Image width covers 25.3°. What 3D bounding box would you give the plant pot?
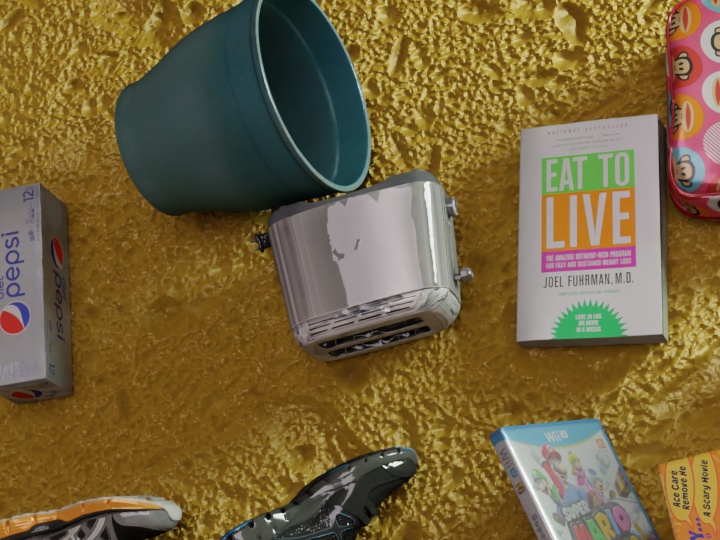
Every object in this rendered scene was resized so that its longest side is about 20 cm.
[{"bbox_3d":[-0.119,-0.140,1.497,0.186,0.200,0.202,-19,68,24],"label":"plant pot"}]

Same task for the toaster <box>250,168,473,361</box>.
[{"bbox_3d":[0.000,0.000,1.452,0.198,0.114,0.131,-15,71,9],"label":"toaster"}]

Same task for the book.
[{"bbox_3d":[0.208,-0.033,1.445,0.132,0.048,0.202,-4,73,19],"label":"book"}]

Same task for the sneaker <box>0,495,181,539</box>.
[{"bbox_3d":[-0.252,0.251,1.466,0.198,0.078,0.078,-16,76,18],"label":"sneaker"}]

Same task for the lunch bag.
[{"bbox_3d":[0.358,-0.147,1.416,0.174,0.082,0.202,-1,72,15],"label":"lunch bag"}]

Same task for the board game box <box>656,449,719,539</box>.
[{"bbox_3d":[0.355,0.238,1.227,0.198,0.200,0.202,-16,69,11],"label":"board game box"}]

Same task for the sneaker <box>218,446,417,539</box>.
[{"bbox_3d":[-0.028,0.223,1.402,0.199,0.073,0.082,-30,87,-16],"label":"sneaker"}]

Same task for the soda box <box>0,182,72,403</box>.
[{"bbox_3d":[-0.323,0.022,1.558,0.063,0.068,0.202,-10,71,11],"label":"soda box"}]

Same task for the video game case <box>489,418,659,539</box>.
[{"bbox_3d":[0.195,0.216,1.318,0.018,0.142,0.201,-42,62,34],"label":"video game case"}]
